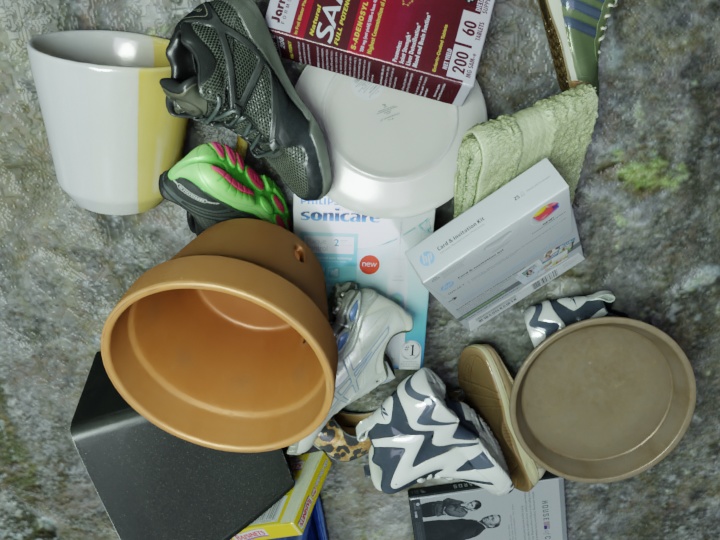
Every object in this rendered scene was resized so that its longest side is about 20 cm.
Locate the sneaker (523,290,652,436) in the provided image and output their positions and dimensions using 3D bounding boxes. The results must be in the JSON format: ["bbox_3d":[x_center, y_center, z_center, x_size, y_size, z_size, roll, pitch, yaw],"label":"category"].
[{"bbox_3d":[0.283,0.110,0.808,0.129,0.079,0.199,-23,99,16],"label":"sneaker"}]

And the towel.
[{"bbox_3d":[0.159,-0.086,0.693,0.148,0.037,0.200,-23,147,-12],"label":"towel"}]

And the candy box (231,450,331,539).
[{"bbox_3d":[-0.133,0.268,0.806,0.200,0.102,0.026,-19,113,29],"label":"candy box"}]

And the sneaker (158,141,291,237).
[{"bbox_3d":[-0.129,-0.060,0.707,0.084,0.077,0.200,-16,149,17],"label":"sneaker"}]

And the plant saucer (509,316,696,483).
[{"bbox_3d":[0.262,0.140,0.765,0.200,0.029,0.201,0,108,2],"label":"plant saucer"}]

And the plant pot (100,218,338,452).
[{"bbox_3d":[-0.111,0.047,0.636,0.200,0.140,0.200,5,128,6],"label":"plant pot"}]

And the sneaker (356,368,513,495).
[{"bbox_3d":[0.074,0.206,0.774,0.129,0.080,0.199,-34,127,15],"label":"sneaker"}]

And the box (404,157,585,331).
[{"bbox_3d":[0.145,-0.015,0.711,0.156,0.200,0.041,-34,65,9],"label":"box"}]

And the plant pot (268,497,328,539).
[{"bbox_3d":[-0.135,0.396,0.843,0.179,0.200,0.200,-6,111,7],"label":"plant pot"}]

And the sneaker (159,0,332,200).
[{"bbox_3d":[-0.105,-0.135,0.623,0.114,0.076,0.200,-42,116,-33],"label":"sneaker"}]

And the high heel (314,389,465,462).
[{"bbox_3d":[0.022,0.163,0.826,0.200,0.071,0.143,29,106,-21],"label":"high heel"}]

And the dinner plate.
[{"bbox_3d":[0.029,-0.151,0.690,0.200,0.024,0.201,0,80,-3],"label":"dinner plate"}]

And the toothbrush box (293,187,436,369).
[{"bbox_3d":[0.000,0.000,0.759,0.146,0.085,0.200,2,108,-3],"label":"toothbrush box"}]

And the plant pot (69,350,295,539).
[{"bbox_3d":[-0.180,0.181,0.770,0.177,0.200,0.200,-19,109,-6],"label":"plant pot"}]

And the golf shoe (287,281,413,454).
[{"bbox_3d":[-0.013,0.114,0.718,0.097,0.078,0.200,19,110,-15],"label":"golf shoe"}]

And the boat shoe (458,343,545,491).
[{"bbox_3d":[0.176,0.167,0.840,0.064,0.071,0.200,-32,111,-28],"label":"boat shoe"}]

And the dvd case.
[{"bbox_3d":[0.170,0.341,0.918,0.200,0.025,0.151,-8,110,1],"label":"dvd case"}]

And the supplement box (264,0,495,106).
[{"bbox_3d":[0.018,-0.238,0.658,0.200,0.061,0.109,15,85,0],"label":"supplement box"}]

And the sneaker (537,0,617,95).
[{"bbox_3d":[0.223,-0.260,0.680,0.090,0.067,0.201,-18,106,10],"label":"sneaker"}]

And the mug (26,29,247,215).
[{"bbox_3d":[-0.219,-0.135,0.674,0.186,0.149,0.153,16,118,13],"label":"mug"}]
